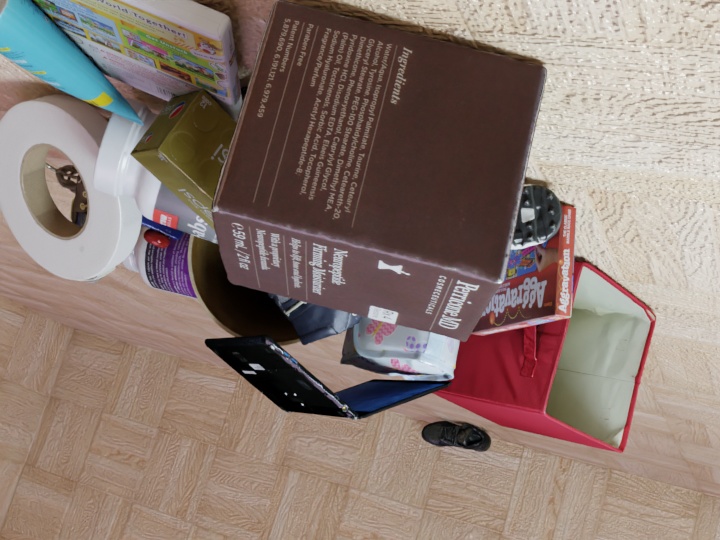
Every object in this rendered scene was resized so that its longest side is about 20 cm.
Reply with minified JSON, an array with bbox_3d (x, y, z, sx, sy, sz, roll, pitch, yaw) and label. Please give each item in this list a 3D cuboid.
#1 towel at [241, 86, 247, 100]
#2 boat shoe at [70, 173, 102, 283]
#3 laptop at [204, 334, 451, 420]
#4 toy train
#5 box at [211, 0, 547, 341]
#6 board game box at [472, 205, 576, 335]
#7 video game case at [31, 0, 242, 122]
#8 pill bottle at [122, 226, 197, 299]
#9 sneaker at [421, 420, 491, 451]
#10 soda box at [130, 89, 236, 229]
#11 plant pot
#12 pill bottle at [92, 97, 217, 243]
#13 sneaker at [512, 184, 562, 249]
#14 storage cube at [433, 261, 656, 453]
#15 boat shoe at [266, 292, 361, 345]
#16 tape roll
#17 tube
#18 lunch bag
[{"bbox_3d":[-0.016,-0.119,0.901,0.199,0.022,0.146,26,163,-33],"label":"towel"},{"bbox_3d":[-0.299,-0.075,1.136,0.071,0.060,0.201,11,128,-12],"label":"boat shoe"},{"bbox_3d":[-0.038,0.098,1.047,0.200,0.104,0.177,43,157,-18],"label":"laptop"},{"bbox_3d":[-0.317,-0.105,1.237,0.199,0.085,0.115,25,178,-30],"label":"toy train"},{"bbox_3d":[0.011,-0.066,0.725,0.198,0.166,0.166,14,162,2],"label":"box"},{"bbox_3d":[0.160,0.006,0.995,0.019,0.104,0.200,7,170,-16],"label":"board game box"},{"bbox_3d":[-0.192,-0.192,0.795,0.198,0.023,0.182,23,167,2],"label":"video game case"},{"bbox_3d":[-0.233,-0.018,1.383,0.198,0.114,0.112,13,166,20],"label":"pill bottle"},{"bbox_3d":[0.261,0.458,2.757,0.197,0.077,0.114,9,163,19],"label":"sneaker"},{"bbox_3d":[-0.101,-0.064,0.868,0.200,0.068,0.064,43,159,-28],"label":"soda box"},{"bbox_3d":[-0.092,-0.010,1.144,0.184,0.189,0.200,17,178,1],"label":"plant pot"},{"bbox_3d":[-0.154,-0.092,0.977,0.198,0.117,0.116,19,167,-7],"label":"pill bottle"},{"bbox_3d":[0.087,-0.041,0.923,0.197,0.067,0.090,-4,176,9],"label":"sneaker"},{"bbox_3d":[0.207,0.092,1.141,0.179,0.173,0.199,5,163,47],"label":"storage cube"},{"bbox_3d":[0.000,0.000,0.998,0.199,0.093,0.075,-27,-176,21],"label":"boat shoe"},{"bbox_3d":[-0.323,-0.089,1.078,0.201,0.205,0.037,10,-155,30],"label":"tape roll"},{"bbox_3d":[-0.257,-0.178,0.828,0.077,0.051,0.200,32,176,22],"label":"tube"},{"bbox_3d":[0.056,0.025,1.064,0.126,0.172,0.200,16,169,-13],"label":"lunch bag"}]
